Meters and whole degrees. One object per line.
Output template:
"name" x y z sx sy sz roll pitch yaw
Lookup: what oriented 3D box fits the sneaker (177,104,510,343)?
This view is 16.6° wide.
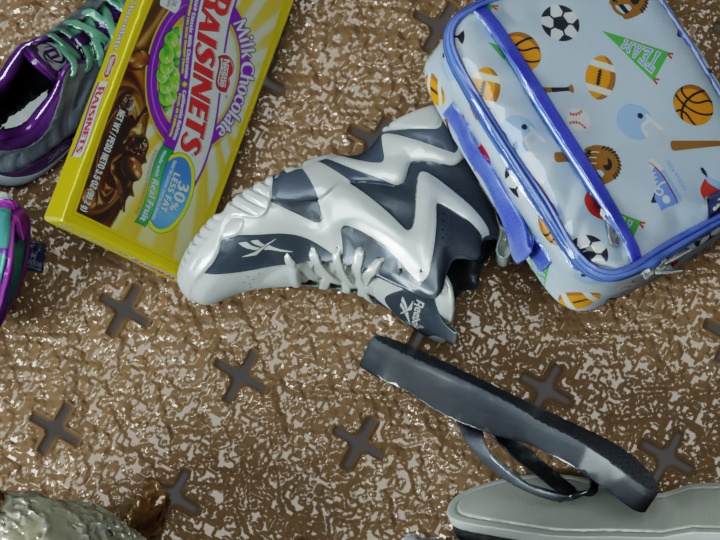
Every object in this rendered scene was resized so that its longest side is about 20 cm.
"sneaker" 0.000 0.000 1.471 0.198 0.080 0.130 -25 70 -13

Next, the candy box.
"candy box" -0.112 -0.104 1.497 0.102 0.026 0.201 27 78 -37

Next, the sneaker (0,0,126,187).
"sneaker" -0.160 -0.131 1.501 0.074 0.088 0.200 44 84 10

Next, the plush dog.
"plush dog" -0.166 0.180 1.396 0.200 0.172 0.161 38 82 10

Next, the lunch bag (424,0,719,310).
"lunch bag" 0.136 -0.080 1.462 0.160 0.076 0.201 -26 78 -24

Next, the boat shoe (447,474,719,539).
"boat shoe" 0.150 0.159 1.443 0.198 0.074 0.061 0 116 9

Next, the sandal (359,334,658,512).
"sandal" 0.086 0.097 1.445 0.199 0.076 0.043 26 95 28

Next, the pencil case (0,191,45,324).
"pencil case" -0.295 -0.024 1.488 0.199 0.085 0.093 16 96 5

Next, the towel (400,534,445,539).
"towel" 0.092 0.230 1.380 0.199 0.166 0.086 31 87 8
